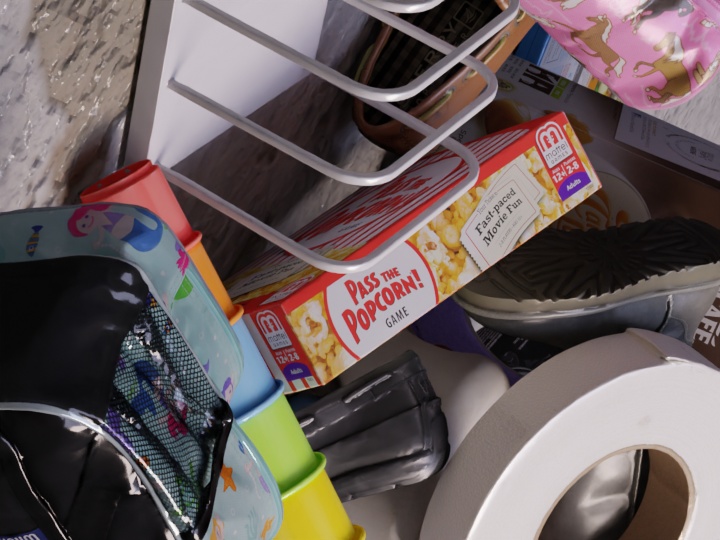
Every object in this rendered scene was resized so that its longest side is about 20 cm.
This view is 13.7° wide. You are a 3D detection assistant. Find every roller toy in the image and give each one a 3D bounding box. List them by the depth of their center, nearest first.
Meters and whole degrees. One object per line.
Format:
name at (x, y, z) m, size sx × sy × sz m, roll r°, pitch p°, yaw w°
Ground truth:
roller toy at (-0.010, 0.111, 1.604) m, size 0.200 × 0.139 × 0.183 m, roll -49°, pitch 155°, yaw -54°

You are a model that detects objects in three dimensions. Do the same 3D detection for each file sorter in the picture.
file sorter at (-0.004, -0.124, 1.331) m, size 0.139 × 0.124 × 0.201 m, roll -38°, pitch 150°, yaw -46°

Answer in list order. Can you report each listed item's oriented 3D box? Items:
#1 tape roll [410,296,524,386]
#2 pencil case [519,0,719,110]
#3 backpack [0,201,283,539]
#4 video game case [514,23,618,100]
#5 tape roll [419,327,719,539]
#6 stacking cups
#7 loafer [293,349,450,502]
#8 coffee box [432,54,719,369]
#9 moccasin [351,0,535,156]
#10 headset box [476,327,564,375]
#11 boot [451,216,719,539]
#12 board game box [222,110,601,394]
tape roll at (0.121, 0.048, 1.741) m, size 0.200 × 0.200 × 0.066 m, roll -41°, pitch 151°, yaw -42°
pencil case at (0.100, -0.160, 1.450) m, size 0.083 × 0.087 × 0.200 m, roll -48°, pitch 123°, yaw 6°
backpack at (-0.126, 0.074, 1.185) m, size 0.200 × 0.177 × 0.151 m, roll 61°, pitch 37°, yaw -38°
video game case at (0.133, -0.116, 1.814) m, size 0.200 × 0.018 × 0.144 m, roll -20°, pitch 135°, yaw -60°
tape roll at (0.119, 0.126, 1.527) m, size 0.202 × 0.037 × 0.204 m, roll -19°, pitch 127°, yaw -27°
stacking cups at (-0.062, 0.044, 1.349) m, size 0.060 × 0.060 × 0.201 m, roll -36°, pitch 106°, yaw -48°
loafer at (-0.056, 0.092, 1.482) m, size 0.200 × 0.071 × 0.068 m, roll -16°, pitch 176°, yaw 1°
coffee box at (0.128, -0.030, 1.637) m, size 0.080 × 0.199 × 0.115 m, roll -54°, pitch 166°, yaw -69°
moccasin at (0.058, -0.152, 1.526) m, size 0.202 × 0.074 × 0.078 m, roll -51°, pitch 168°, yaw 2°
headset box at (0.115, 0.103, 1.800) m, size 0.149 × 0.199 × 0.077 m, roll -47°, pitch 156°, yaw -33°
boot at (0.112, 0.077, 1.565) m, size 0.181 × 0.073 × 0.201 m, roll -4°, pitch 124°, yaw -27°
board game box at (0.000, 0.000, 1.455) m, size 0.200 × 0.046 × 0.151 m, roll -35°, pitch -170°, yaw -35°
